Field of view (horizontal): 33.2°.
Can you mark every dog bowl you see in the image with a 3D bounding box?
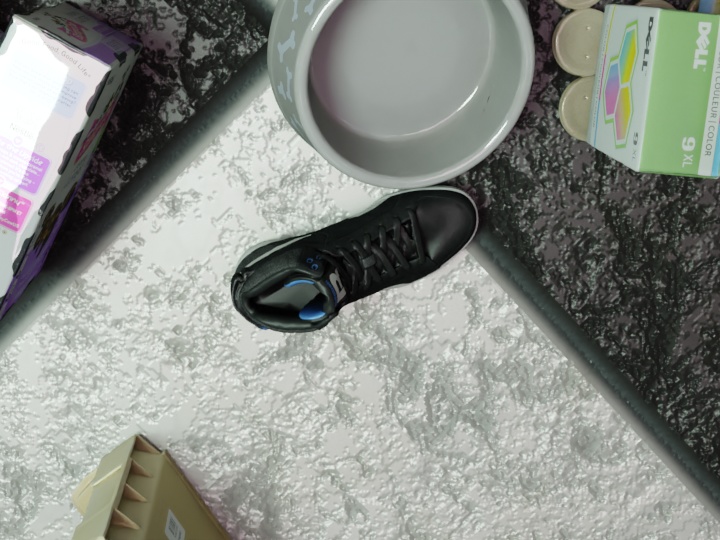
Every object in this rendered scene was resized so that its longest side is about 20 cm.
[{"bbox_3d":[0.034,-0.148,0.859,0.197,0.059,0.203,-6,122,-9],"label":"dog bowl"}]

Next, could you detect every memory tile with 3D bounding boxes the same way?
[{"bbox_3d":[0.214,-0.203,0.904,0.151,0.017,0.203,-9,104,0],"label":"memory tile"}]

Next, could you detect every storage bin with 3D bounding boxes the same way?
[{"bbox_3d":[-0.152,0.255,0.913,0.093,0.200,0.200,-33,104,5],"label":"storage bin"}]

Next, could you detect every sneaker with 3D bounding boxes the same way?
[{"bbox_3d":[0.000,0.000,0.898,0.197,0.112,0.074,-19,106,3],"label":"sneaker"}]

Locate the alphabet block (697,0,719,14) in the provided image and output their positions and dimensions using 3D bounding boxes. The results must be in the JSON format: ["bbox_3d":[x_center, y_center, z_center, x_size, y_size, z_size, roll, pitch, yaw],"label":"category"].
[{"bbox_3d":[0.357,-0.171,0.816,0.197,0.197,0.198,7,104,-10],"label":"alphabet block"}]

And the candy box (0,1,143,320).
[{"bbox_3d":[-0.232,-0.078,0.840,0.071,0.168,0.202,26,103,-9],"label":"candy box"}]

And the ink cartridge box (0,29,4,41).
[{"bbox_3d":[-0.307,-0.176,0.795,0.042,0.200,0.119,-44,103,10],"label":"ink cartridge box"}]

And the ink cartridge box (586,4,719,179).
[{"bbox_3d":[0.207,-0.122,0.812,0.058,0.200,0.105,4,104,-3],"label":"ink cartridge box"}]
